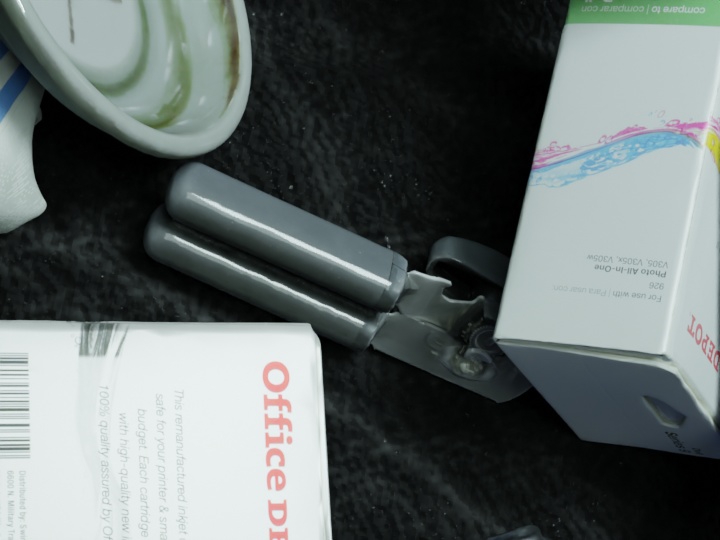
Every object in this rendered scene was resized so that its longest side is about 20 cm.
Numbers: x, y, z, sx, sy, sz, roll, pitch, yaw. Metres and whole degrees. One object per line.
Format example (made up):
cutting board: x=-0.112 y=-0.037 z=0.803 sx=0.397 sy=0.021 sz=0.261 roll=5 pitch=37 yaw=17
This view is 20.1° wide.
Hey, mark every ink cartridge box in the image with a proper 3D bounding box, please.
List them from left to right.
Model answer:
ink cartridge box: x=-0.119 y=0.099 z=0.850 sx=0.199 sy=0.084 sz=0.147 roll=2 pitch=76 yaw=-19
ink cartridge box: x=0.139 y=-0.030 z=0.929 sx=0.087 sy=0.145 sz=0.201 roll=4 pitch=70 yaw=25

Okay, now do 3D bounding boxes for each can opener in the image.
can opener: x=0.000 y=0.000 z=0.943 sx=0.199 sy=0.053 sz=0.067 roll=25 pitch=38 yaw=-11

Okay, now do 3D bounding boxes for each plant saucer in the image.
plant saucer: x=-0.124 y=-0.136 z=0.892 sx=0.200 sy=0.050 sz=0.201 roll=43 pitch=35 yaw=-40

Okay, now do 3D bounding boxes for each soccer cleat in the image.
soccer cleat: x=-0.181 y=-0.106 z=0.900 sx=0.086 sy=0.070 sz=0.201 roll=35 pitch=40 yaw=-54

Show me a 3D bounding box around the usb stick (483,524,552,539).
usb stick: x=0.084 y=0.214 z=0.898 sx=0.055 sy=0.033 sz=0.201 roll=-18 pitch=72 yaw=13
